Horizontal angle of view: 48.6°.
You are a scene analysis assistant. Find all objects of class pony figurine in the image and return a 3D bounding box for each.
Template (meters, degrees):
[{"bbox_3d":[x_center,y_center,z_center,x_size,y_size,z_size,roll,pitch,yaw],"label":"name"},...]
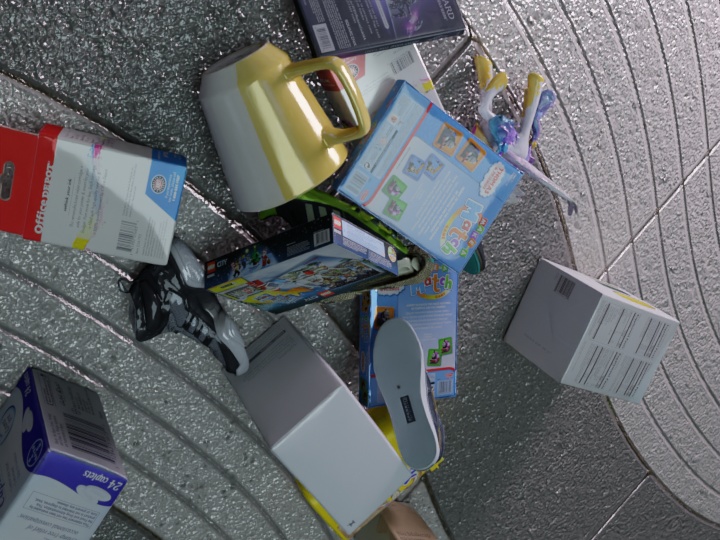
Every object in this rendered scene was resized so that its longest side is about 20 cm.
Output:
[{"bbox_3d":[0.203,-0.165,1.095,0.190,0.165,0.204,21,82,-31],"label":"pony figurine"}]

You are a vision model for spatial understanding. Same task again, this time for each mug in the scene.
[{"bbox_3d":[-0.095,-0.181,0.918,0.184,0.150,0.155,-26,114,0],"label":"mug"}]

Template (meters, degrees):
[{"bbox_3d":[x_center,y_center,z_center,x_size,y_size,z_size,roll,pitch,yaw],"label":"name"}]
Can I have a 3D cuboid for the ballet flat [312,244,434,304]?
[{"bbox_3d":[0.000,0.000,1.049,0.195,0.075,0.070,-10,83,5],"label":"ballet flat"}]

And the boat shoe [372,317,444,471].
[{"bbox_3d":[0.067,0.170,1.092,0.069,0.205,0.091,-13,167,11],"label":"boat shoe"}]

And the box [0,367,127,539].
[{"bbox_3d":[-0.382,0.253,0.925,0.104,0.184,0.202,31,95,-36],"label":"box"}]

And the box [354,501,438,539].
[{"bbox_3d":[0.078,0.457,1.255,0.093,0.200,0.079,14,106,-32],"label":"box"}]

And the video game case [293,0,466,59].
[{"bbox_3d":[0.015,-0.328,0.935,0.196,0.019,0.146,-17,81,-22],"label":"video game case"}]

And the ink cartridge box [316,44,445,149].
[{"bbox_3d":[0.037,-0.200,1.005,0.115,0.067,0.202,-33,112,-11],"label":"ink cartridge box"}]

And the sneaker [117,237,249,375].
[{"bbox_3d":[-0.223,0.067,0.999,0.113,0.075,0.203,-31,117,-12],"label":"sneaker"}]

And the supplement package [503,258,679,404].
[{"bbox_3d":[0.370,0.098,1.285,0.197,0.152,0.153,17,103,-33],"label":"supplement package"}]

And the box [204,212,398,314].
[{"bbox_3d":[-0.071,-0.002,0.959,0.197,0.039,0.136,-18,156,30],"label":"box"}]

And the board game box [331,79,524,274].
[{"bbox_3d":[0.085,-0.112,0.984,0.198,0.037,0.153,32,94,-20],"label":"board game box"}]

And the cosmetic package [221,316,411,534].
[{"bbox_3d":[-0.060,0.203,1.069,0.122,0.200,0.201,-39,125,-7],"label":"cosmetic package"}]

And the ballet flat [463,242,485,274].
[{"bbox_3d":[0.119,-0.084,1.108,0.073,0.073,0.200,-46,109,-2],"label":"ballet flat"}]

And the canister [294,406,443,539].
[{"bbox_3d":[0.013,0.300,1.222,0.199,0.087,0.150,-39,124,-6],"label":"canister"}]

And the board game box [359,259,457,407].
[{"bbox_3d":[0.070,0.085,1.148,0.148,0.036,0.205,-2,97,-28],"label":"board game box"}]

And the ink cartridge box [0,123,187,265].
[{"bbox_3d":[-0.299,-0.087,0.877,0.196,0.067,0.119,12,105,-18],"label":"ink cartridge box"}]

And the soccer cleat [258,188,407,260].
[{"bbox_3d":[-0.035,-0.053,1.012,0.197,0.068,0.082,28,103,3],"label":"soccer cleat"}]
